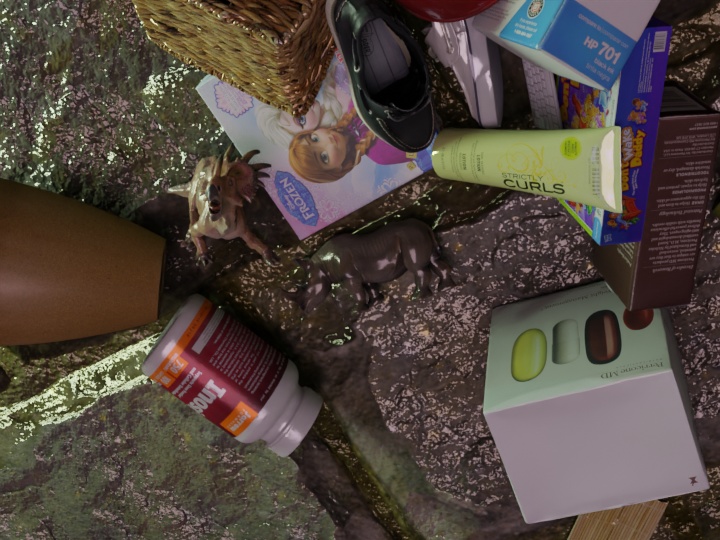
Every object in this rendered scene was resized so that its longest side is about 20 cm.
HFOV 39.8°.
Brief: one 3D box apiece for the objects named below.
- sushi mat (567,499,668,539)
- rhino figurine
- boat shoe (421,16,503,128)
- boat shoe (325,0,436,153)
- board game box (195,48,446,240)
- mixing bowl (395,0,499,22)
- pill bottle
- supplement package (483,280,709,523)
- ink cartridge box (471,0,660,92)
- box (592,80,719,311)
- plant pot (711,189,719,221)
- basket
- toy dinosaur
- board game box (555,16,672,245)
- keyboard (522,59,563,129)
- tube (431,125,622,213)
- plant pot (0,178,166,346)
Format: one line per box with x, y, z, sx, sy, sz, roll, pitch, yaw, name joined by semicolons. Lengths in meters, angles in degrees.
0.307;0.349;1.254;0.094;0.012;0.202;17;119;3;sushi mat
0.000;0.000;1.097;0.198;0.060;0.089;-13;96;18;rhino figurine
0.090;-0.231;0.953;0.065;0.072;0.202;-9;115;20;boat shoe
0.032;-0.173;0.914;0.074;0.066;0.200;-31;134;-7;boat shoe
-0.035;-0.160;1.030;0.198;0.041;0.201;-27;110;23;board game box
0.050;-0.317;0.834;0.198;0.108;0.203;4;96;41;mixing bowl
-0.146;0.127;1.164;0.199;0.113;0.113;37;118;-9;pill bottle
0.241;0.126;1.040;0.189;0.201;0.148;-16;114;18;supplement package
0.195;-0.268;0.830;0.085;0.147;0.202;25;101;-24;ink cartridge box
0.286;-0.073;0.973;0.074;0.100;0.202;-4;119;-9;box
0.444;-0.048;0.937;0.199;0.187;0.189;31;120;11;plant pot
-0.110;-0.269;0.946;0.198;0.149;0.144;27;76;12;basket
-0.148;-0.083;1.043;0.085;0.200;0.137;-15;122;-22;toy dinosaur
0.227;-0.145;0.932;0.044;0.135;0.202;-6;119;-10;board game box
0.163;-0.227;0.950;0.011;0.056;0.202;-19;115;-7;keyboard
0.156;-0.103;0.931;0.198;0.052;0.058;13;158;42;tube
-0.320;0.001;1.107;0.197;0.187;0.188;6;120;-8;plant pot
